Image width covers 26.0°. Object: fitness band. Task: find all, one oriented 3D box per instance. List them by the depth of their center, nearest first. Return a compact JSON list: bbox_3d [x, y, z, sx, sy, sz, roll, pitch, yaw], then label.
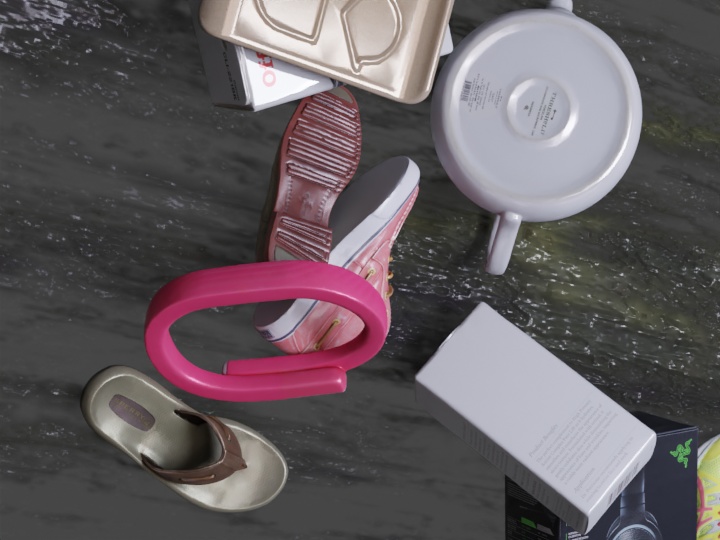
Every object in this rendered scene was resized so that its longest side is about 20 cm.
[{"bbox_3d":[-0.077,0.049,1.274,0.200,0.037,0.144,-7,137,9],"label":"fitness band"}]

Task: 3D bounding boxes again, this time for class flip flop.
[{"bbox_3d":[-0.143,0.144,1.301,0.200,0.058,0.081,37,78,-29],"label":"flip flop"}]

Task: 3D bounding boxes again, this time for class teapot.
[{"bbox_3d":[0.152,-0.128,1.391,0.200,0.146,0.198,-31,86,-1],"label":"teapot"}]

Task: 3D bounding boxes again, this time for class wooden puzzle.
[{"bbox_3d":[-0.019,-0.245,1.232,0.200,0.046,0.186,16,87,-25],"label":"wooden puzzle"}]

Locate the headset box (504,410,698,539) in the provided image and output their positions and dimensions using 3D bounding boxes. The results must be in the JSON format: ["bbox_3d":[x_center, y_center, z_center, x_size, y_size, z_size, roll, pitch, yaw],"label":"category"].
[{"bbox_3d":[0.234,0.237,1.513,0.174,0.093,0.200,-5,99,-30],"label":"headset box"}]

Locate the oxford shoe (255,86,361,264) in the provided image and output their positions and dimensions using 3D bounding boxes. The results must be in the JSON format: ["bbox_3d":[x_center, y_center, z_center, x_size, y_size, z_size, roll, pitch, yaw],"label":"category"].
[{"bbox_3d":[-0.054,-0.068,1.322,0.070,0.075,0.200,25,65,-18],"label":"oxford shoe"}]

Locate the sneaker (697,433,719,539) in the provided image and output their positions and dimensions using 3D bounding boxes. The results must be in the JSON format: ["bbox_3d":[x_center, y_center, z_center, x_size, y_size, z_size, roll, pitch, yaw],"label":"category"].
[{"bbox_3d":[0.370,0.263,1.597,0.078,0.090,0.200,20,85,-29],"label":"sneaker"}]

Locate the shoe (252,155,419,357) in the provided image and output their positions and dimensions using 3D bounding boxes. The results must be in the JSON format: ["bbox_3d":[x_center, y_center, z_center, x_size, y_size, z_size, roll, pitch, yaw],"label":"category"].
[{"bbox_3d":[0.000,0.000,1.360,0.091,0.071,0.200,44,80,-29],"label":"shoe"}]

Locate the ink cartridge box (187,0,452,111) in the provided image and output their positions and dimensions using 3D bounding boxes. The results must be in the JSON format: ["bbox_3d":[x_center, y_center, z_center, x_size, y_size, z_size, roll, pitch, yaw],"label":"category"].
[{"bbox_3d":[-0.038,-0.226,1.294,0.200,0.084,0.145,-20,106,-27],"label":"ink cartridge box"}]

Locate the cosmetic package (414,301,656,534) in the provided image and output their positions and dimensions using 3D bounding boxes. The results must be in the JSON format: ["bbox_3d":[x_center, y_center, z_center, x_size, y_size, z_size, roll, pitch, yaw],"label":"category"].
[{"bbox_3d":[0.154,0.132,1.399,0.102,0.200,0.074,-45,160,-16],"label":"cosmetic package"}]
